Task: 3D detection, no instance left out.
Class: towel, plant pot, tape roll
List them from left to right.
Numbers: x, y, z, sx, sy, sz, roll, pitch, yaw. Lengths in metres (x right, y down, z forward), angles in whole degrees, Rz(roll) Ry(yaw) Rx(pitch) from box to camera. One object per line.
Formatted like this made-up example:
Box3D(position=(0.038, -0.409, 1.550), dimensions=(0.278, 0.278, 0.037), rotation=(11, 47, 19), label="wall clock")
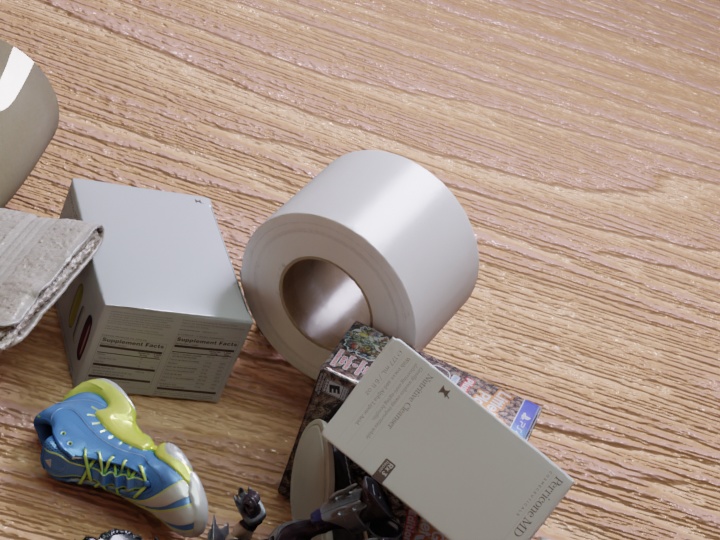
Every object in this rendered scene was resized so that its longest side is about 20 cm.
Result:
Box3D(position=(-0.420, -0.109, 1.751), dimensions=(0.187, 0.188, 0.201), rotation=(20, 46, -10), label="plant pot")
Box3D(position=(-0.339, 0.003, 1.614), dimensions=(0.132, 0.035, 0.200), rotation=(10, 36, 16), label="towel")
Box3D(position=(0.000, 0.000, 1.726), dimensions=(0.202, 0.203, 0.139), rotation=(33, 43, 11), label="tape roll")

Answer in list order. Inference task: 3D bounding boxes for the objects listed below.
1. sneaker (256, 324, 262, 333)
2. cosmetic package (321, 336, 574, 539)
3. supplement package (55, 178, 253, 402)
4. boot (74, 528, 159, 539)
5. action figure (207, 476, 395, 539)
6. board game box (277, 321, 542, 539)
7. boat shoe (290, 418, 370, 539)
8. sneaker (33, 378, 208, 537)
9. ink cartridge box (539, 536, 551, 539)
Box3D(position=(-0.041, 0.024, 1.892), dimensions=(0.090, 0.079, 0.200), rotation=(34, 33, 7), label="sneaker")
Box3D(position=(0.076, 0.164, 1.512), dimensions=(0.200, 0.113, 0.081), rotation=(36, -4, 9), label="cosmetic package")
Box3D(position=(-0.217, 0.018, 1.745), dimensions=(0.155, 0.111, 0.200), rotation=(8, 36, -27), label="supplement package")
Box3D(position=(-0.206, 0.292, 1.400), dimensions=(0.198, 0.073, 0.163), rotation=(-6, 46, -50), label="boot")
Box3D(position=(-0.067, 0.242, 1.495), dimensions=(0.069, 0.199, 0.131), rotation=(40, 33, -62), label="action figure")
Box3D(position=(0.046, 0.171, 1.642), dimensions=(0.199, 0.160, 0.097), rotation=(24, 32, 9), label="board game box")
Box3D(position=(-0.019, 0.233, 1.564), dimensions=(0.060, 0.074, 0.201), rotation=(8, 61, -28), label="boat shoe")
Box3D(position=(-0.224, 0.181, 1.558), dimensions=(0.105, 0.076, 0.200), rotation=(-19, 44, -34), label="sneaker")
Box3D(position=(0.150, 0.351, 1.462), dimensions=(0.084, 0.146, 0.200), rotation=(21, 43, -3), label="ink cartridge box")
